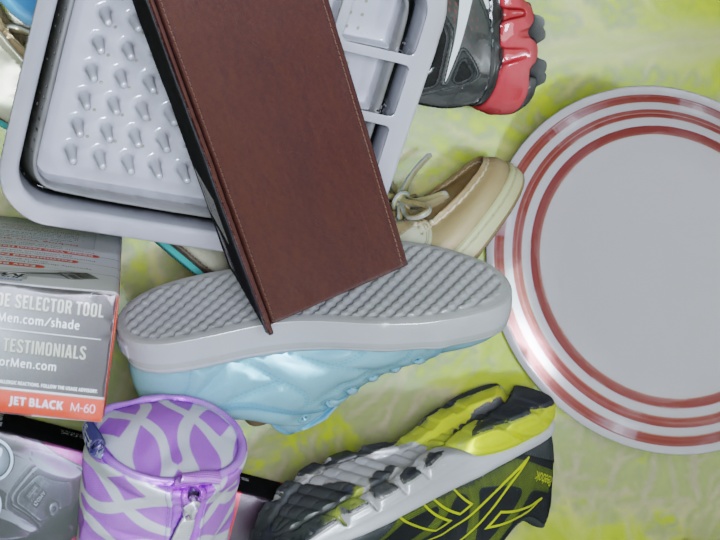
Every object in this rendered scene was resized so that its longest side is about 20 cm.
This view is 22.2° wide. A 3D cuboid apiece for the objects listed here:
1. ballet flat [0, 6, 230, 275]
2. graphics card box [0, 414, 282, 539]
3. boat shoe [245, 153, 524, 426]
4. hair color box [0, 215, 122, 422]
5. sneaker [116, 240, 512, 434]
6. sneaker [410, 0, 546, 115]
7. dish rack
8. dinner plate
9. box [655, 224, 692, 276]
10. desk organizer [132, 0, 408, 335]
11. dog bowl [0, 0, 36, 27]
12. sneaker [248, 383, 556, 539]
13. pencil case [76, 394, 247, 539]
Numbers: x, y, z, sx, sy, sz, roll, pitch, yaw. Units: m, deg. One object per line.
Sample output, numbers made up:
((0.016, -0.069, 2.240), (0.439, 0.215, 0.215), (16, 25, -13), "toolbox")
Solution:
((-0.132, -0.070, 0.957), (0.199, 0.069, 0.070), (36, 92, -11), "ballet flat")
((-0.132, 0.159, 0.997), (0.198, 0.051, 0.127), (16, 96, -8), "graphics card box")
((0.000, 0.000, 0.980), (0.200, 0.073, 0.063), (-40, 100, 1), "boat shoe")
((-0.174, 0.017, 0.895), (0.110, 0.200, 0.065), (7, 97, -8), "hair color box")
((-0.020, 0.040, 0.933), (0.198, 0.074, 0.083), (-5, 127, 6), "sneaker")
((0.037, -0.177, 0.953), (0.097, 0.071, 0.203), (-11, 100, -24), "sneaker")
((-0.070, -0.096, 0.901), (0.198, 0.044, 0.173), (8, 116, -23), "dish rack")
((0.160, 0.000, 0.981), (0.198, 0.024, 0.202), (11, 112, 29), "dinner plate")
((0.280, -0.011, 1.027), (0.200, 0.049, 0.160), (41, 89, -11), "box")
((-0.046, -0.080, 0.851), (0.076, 0.072, 0.201), (-23, 123, -8), "desk organizer")
((-0.167, -0.202, 0.912), (0.111, 0.050, 0.201), (-32, 98, 32), "dog bowl")
((0.033, 0.132, 0.978), (0.199, 0.074, 0.085), (-23, 109, -28), "sneaker")
((-0.101, 0.158, 0.908), (0.083, 0.085, 0.202), (-11, 123, -32), "pencil case")
